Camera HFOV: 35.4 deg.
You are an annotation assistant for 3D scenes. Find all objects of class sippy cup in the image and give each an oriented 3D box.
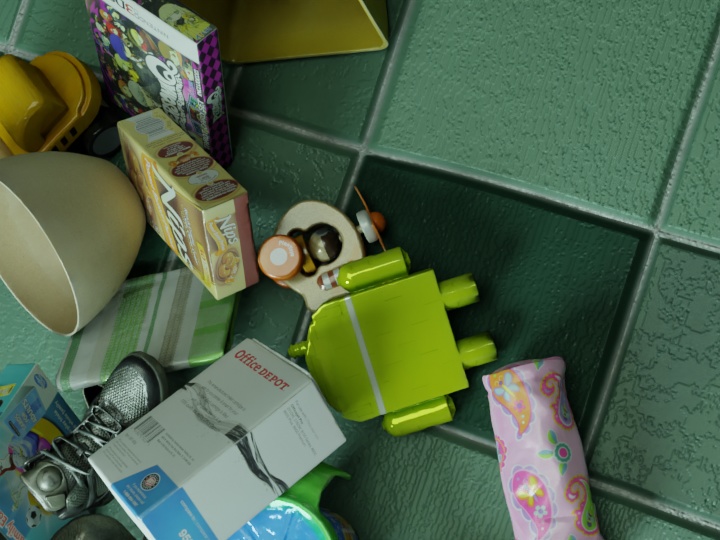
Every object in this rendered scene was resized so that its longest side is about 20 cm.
[{"bbox_3d":[-0.062,0.284,1.097,0.178,0.130,0.140,-36,73,11],"label":"sippy cup"}]

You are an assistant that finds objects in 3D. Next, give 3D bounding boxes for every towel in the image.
[{"bbox_3d":[-0.221,0.061,1.214,0.199,0.031,0.150,-10,44,17],"label":"towel"}]

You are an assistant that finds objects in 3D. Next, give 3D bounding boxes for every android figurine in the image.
[{"bbox_3d":[0.029,0.074,1.115,0.199,0.041,0.183,-19,93,1],"label":"android figurine"}]

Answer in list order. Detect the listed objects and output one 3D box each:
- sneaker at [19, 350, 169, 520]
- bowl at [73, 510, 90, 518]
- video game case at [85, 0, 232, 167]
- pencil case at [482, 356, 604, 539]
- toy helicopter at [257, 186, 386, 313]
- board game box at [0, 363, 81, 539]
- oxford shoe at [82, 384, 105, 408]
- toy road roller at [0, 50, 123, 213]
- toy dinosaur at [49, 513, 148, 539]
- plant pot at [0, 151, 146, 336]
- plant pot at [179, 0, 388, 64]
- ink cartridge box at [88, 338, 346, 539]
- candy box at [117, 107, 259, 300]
[{"bbox_3d":[-0.263,0.172,1.117,0.076,0.114,0.200,40,115,13],"label":"sneaker"},{"bbox_3d":[-0.384,0.337,1.230,0.200,0.090,0.202,-3,81,20],"label":"bowl"},{"bbox_3d":[-0.217,-0.220,1.210,0.181,0.200,0.036,36,61,21],"label":"video game case"},{"bbox_3d":[0.173,0.183,1.056,0.087,0.087,0.201,-16,77,17],"label":"pencil case"},{"bbox_3d":[0.000,0.000,1.165,0.200,0.079,0.132,39,87,11],"label":"toy helicopter"},{"bbox_3d":[-0.356,0.220,1.152,0.047,0.151,0.200,-6,40,28],"label":"board game box"},{"bbox_3d":[-0.234,0.196,1.206,0.071,0.074,0.200,-47,69,8],"label":"oxford shoe"},{"bbox_3d":[-0.379,-0.161,1.279,0.200,0.146,0.123,-43,70,9],"label":"toy road roller"},{"bbox_3d":[-0.274,0.289,1.158,0.102,0.200,0.077,-56,35,-6],"label":"toy dinosaur"},{"bbox_3d":[-0.312,-0.049,1.217,0.200,0.201,0.134,40,56,21],"label":"plant pot"},{"bbox_3d":[-0.084,-0.352,1.186,0.199,0.200,0.177,-1,69,20],"label":"plant pot"},{"bbox_3d":[-0.135,0.169,1.068,0.200,0.084,0.144,-37,29,-17],"label":"ink cartridge box"},{"bbox_3d":[-0.181,-0.073,1.174,0.055,0.116,0.200,-25,44,-23],"label":"candy box"}]
